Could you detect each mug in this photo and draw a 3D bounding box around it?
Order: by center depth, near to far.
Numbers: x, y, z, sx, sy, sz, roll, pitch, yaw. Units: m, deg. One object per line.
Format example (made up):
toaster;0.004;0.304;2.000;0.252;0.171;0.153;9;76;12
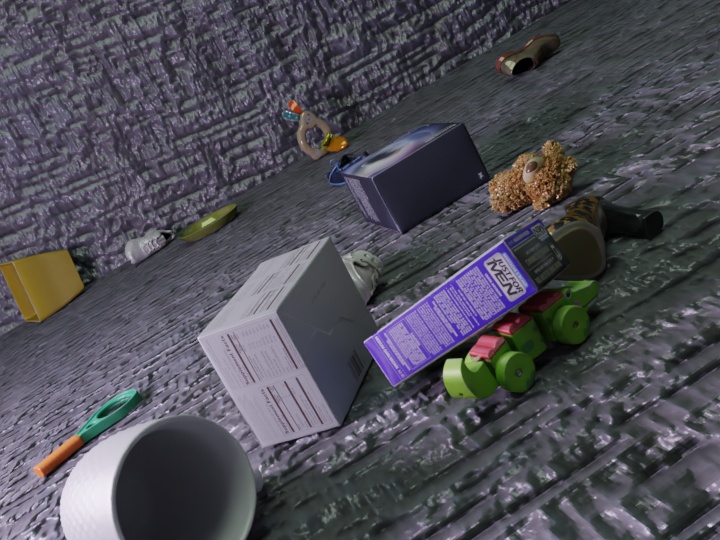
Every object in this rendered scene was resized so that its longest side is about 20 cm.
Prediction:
mug;-0.189;0.224;0.857;0.200;0.148;0.175;-2;-14;-42

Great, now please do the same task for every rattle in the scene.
rattle;-0.146;-0.453;2.738;0.130;0.200;0.143;-32;16;-10

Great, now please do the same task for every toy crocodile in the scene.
toy crocodile;0.160;0.064;0.854;0.200;0.062;0.067;-35;17;-23

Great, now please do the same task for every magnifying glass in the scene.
magnifying glass;-0.425;0.250;1.363;0.079;0.022;0.200;-13;23;45

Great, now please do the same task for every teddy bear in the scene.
teddy bear;0.256;-0.146;1.333;0.145;0.067;0.200;-28;15;13

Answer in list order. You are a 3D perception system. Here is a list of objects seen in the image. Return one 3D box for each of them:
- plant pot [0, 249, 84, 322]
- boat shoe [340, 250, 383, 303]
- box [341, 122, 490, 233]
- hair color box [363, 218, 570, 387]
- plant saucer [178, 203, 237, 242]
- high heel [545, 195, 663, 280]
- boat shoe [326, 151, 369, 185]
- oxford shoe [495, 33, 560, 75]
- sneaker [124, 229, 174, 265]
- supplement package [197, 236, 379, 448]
plant pot;-0.986;0.033;2.726;0.176;0.201;0.200;-28;13;-31
boat shoe;0.000;0.000;1.311;0.069;0.071;0.200;-31;14;1
box;0.097;-0.177;1.606;0.200;0.123;0.198;-32;17;-11
hair color box;0.109;0.034;0.901;0.200;0.065;0.109;-37;-5;32
plant saucer;-0.448;-0.136;2.591;0.200;0.031;0.200;-27;15;8
high heel;0.230;-0.038;1.013;0.199;0.072;0.142;-18;17;-24
boat shoe;-0.021;-0.264;2.176;0.084;0.069;0.200;-40;19;-34
oxford shoe;0.463;-0.569;2.331;0.200;0.071;0.075;-31;42;-11
sneaker;-0.663;-0.084;2.731;0.087;0.075;0.200;-13;22;31
supplement package;-0.075;0.081;1.033;0.111;0.156;0.200;-19;18;24
